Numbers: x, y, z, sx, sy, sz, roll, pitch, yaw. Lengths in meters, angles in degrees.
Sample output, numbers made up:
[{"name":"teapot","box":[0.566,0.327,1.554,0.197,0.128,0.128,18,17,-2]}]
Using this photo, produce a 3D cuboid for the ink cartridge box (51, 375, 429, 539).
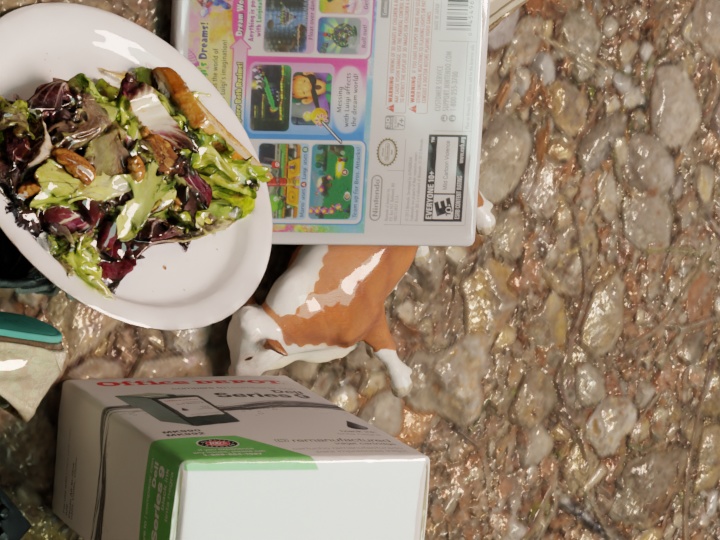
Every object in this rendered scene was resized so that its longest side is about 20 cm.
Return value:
[{"name":"ink cartridge box","box":[-0.070,0.117,1.613,0.145,0.200,0.085,0,100,-25]}]

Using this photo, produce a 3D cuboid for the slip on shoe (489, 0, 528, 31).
[{"name":"slip on shoe","box":[0.054,-0.162,1.777,0.200,0.076,0.061,-47,169,-35]}]

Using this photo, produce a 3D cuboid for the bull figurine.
[{"name":"bull figurine","box":[0.000,0.000,1.764,0.121,0.065,0.200,44,72,-44]}]

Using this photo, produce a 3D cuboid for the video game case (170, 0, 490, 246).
[{"name":"video game case","box":[-0.018,-0.114,1.681,0.181,0.024,0.201,1,103,-11]}]

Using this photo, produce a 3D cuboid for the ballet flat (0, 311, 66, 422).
[{"name":"ballet flat","box":[-0.235,0.043,1.552,0.200,0.067,0.063,18,99,-45]}]

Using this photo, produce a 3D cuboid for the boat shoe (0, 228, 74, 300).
[{"name":"boat shoe","box":[-0.169,-0.021,1.591,0.199,0.068,0.074,2,100,-44]}]

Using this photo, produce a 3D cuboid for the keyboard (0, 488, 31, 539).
[{"name":"keyboard","box":[-0.249,0.206,1.613,0.200,0.021,0.127,-50,130,-21]}]

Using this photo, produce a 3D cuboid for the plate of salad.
[{"name":"plate of salad","box":[-0.123,-0.061,1.573,0.199,0.048,0.201,24,48,-30]}]
